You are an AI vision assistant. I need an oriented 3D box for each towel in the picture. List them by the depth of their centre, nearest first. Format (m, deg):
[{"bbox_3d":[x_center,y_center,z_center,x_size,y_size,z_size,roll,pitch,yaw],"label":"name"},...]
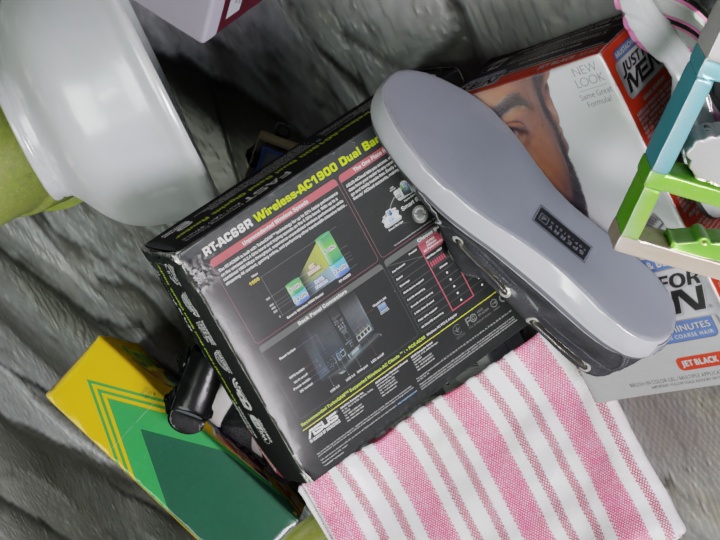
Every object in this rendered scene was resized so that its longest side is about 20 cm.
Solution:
[{"bbox_3d":[0.074,0.139,1.022,0.200,0.030,0.147,-34,77,16],"label":"towel"}]

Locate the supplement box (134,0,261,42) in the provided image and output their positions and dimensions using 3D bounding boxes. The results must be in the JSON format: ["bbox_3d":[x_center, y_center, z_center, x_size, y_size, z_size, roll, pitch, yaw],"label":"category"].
[{"bbox_3d":[-0.031,-0.206,0.836,0.061,0.200,0.109,34,136,14],"label":"supplement box"}]

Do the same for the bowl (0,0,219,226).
[{"bbox_3d":[-0.159,-0.103,1.010,0.201,0.090,0.202,155,90,-88],"label":"bowl"}]

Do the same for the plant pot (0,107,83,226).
[{"bbox_3d":[-0.294,-0.084,1.139,0.200,0.184,0.201,19,131,24],"label":"plant pot"}]

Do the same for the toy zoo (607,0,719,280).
[{"bbox_3d":[0.214,-0.079,0.809,0.131,0.020,0.200,15,120,-12],"label":"toy zoo"}]

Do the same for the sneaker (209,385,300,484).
[{"bbox_3d":[-0.017,0.070,1.077,0.112,0.073,0.200,39,145,2],"label":"sneaker"}]

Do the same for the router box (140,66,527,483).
[{"bbox_3d":[0.000,0.000,0.962,0.150,0.200,0.062,62,159,-17],"label":"router box"}]

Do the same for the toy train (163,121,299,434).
[{"bbox_3d":[-0.078,0.007,1.047,0.034,0.046,0.201,18,97,-8],"label":"toy train"}]

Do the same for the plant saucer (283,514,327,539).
[{"bbox_3d":[0.020,0.253,1.196,0.199,0.031,0.201,0,89,5],"label":"plant saucer"}]

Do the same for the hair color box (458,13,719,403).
[{"bbox_3d":[0.142,-0.030,0.939,0.111,0.064,0.200,-14,111,43],"label":"hair color box"}]

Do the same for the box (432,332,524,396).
[{"bbox_3d":[-0.010,0.013,1.102,0.200,0.041,0.156,-15,111,42],"label":"box"}]

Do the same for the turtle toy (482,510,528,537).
[{"bbox_3d":[0.115,0.180,1.087,0.145,0.101,0.200,-19,108,19],"label":"turtle toy"}]

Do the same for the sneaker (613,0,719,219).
[{"bbox_3d":[0.184,-0.125,0.840,0.086,0.080,0.200,-12,122,29],"label":"sneaker"}]

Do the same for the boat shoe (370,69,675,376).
[{"bbox_3d":[0.076,-0.019,0.909,0.200,0.070,0.066,40,137,-3],"label":"boat shoe"}]

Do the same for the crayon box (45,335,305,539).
[{"bbox_3d":[-0.119,0.123,1.176,0.173,0.058,0.200,44,177,2],"label":"crayon box"}]
